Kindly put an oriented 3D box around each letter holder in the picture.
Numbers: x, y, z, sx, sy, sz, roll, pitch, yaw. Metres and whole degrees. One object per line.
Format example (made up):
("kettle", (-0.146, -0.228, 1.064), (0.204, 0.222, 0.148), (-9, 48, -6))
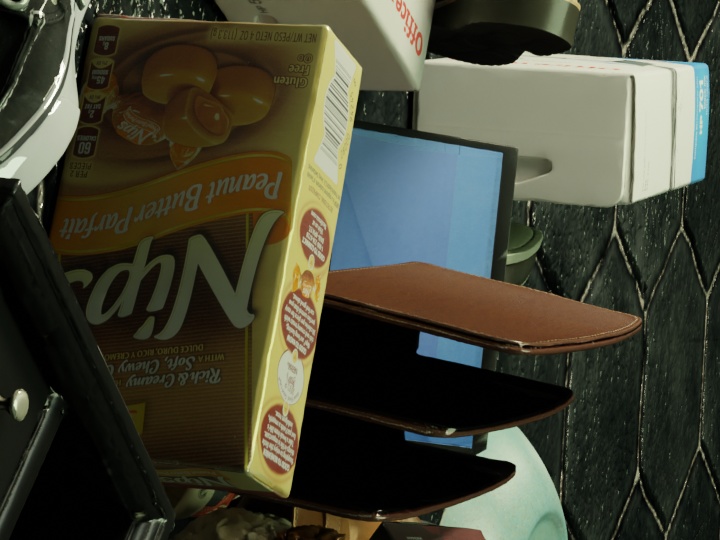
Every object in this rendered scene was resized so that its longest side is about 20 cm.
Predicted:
("letter holder", (0.045, 0.061, 1.186), (0.200, 0.141, 0.101), (-6, 107, -68))

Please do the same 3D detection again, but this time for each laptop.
("laptop", (0.000, 0.000, 1.302), (0.200, 0.103, 0.179), (24, 71, -69))

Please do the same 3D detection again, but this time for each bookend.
("bookend", (-0.164, 0.103, 0.884), (0.201, 0.091, 0.199), (72, 30, -45))

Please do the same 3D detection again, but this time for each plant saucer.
("plant saucer", (0.087, 0.191, 1.447), (0.201, 0.038, 0.203), (8, 90, -69))

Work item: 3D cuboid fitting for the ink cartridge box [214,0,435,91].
("ink cartridge box", (-0.008, -0.210, 1.265), (0.146, 0.084, 0.201), (50, 46, -64))

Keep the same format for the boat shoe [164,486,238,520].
("boat shoe", (-0.073, 0.018, 1.161), (0.062, 0.071, 0.202), (-13, 110, -66))

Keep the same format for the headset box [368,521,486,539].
("headset box", (0.034, 0.232, 1.202), (0.077, 0.200, 0.149), (11, 123, -43))

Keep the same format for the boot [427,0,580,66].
("boot", (0.073, -0.189, 1.345), (0.077, 0.200, 0.139), (15, 86, -29))

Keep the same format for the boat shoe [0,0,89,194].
("boat shoe", (-0.138, -0.107, 0.943), (0.068, 0.073, 0.200), (69, 30, -44))

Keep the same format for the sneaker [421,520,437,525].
("sneaker", (0.033, 0.243, 1.480), (0.078, 0.077, 0.201), (-39, 131, -65))

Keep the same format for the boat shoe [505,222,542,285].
("boat shoe", (0.055, 0.015, 1.511), (0.201, 0.071, 0.061), (-28, 124, -59))

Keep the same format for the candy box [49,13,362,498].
("candy box", (-0.075, -0.008, 1.075), (0.055, 0.115, 0.201), (44, 52, -64))

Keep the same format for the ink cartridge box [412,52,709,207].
("ink cartridge box", (0.131, -0.094, 1.582), (0.200, 0.145, 0.087), (-14, 108, -69))

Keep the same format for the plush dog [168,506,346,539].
("plush dog", (-0.057, 0.195, 1.128), (0.160, 0.199, 0.173), (4, 82, -43))

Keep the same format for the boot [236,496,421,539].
("boot", (-0.035, 0.204, 1.315), (0.155, 0.073, 0.201), (29, 69, -59))
